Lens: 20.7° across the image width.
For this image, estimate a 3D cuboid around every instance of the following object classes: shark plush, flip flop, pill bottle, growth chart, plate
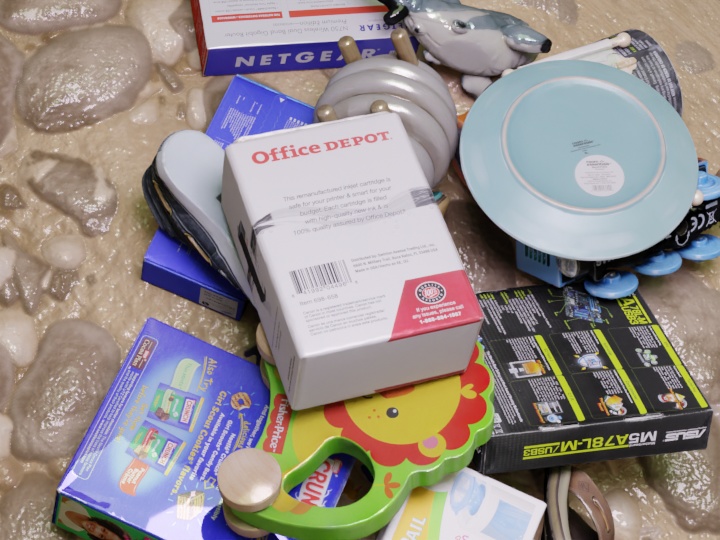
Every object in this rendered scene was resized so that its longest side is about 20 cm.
[{"bbox_3d":[0.075,-0.218,1.761,0.199,0.091,0.083,12,48,-20],"label":"shark plush"},{"bbox_3d":[0.175,0.197,1.579,0.057,0.081,0.200,4,43,2],"label":"flip flop"},{"bbox_3d":[0.176,-0.134,1.739,0.200,0.106,0.106,-22,71,-19],"label":"pill bottle"},{"bbox_3d":[0.198,-0.110,1.653,0.144,0.018,0.200,-14,61,-14],"label":"growth chart"},{"bbox_3d":[0.182,-0.099,1.621,0.200,0.026,0.201,3,58,-4],"label":"plate"}]

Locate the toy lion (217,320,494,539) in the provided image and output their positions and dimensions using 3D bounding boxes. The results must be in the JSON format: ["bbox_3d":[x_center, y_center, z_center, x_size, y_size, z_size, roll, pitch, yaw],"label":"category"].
[{"bbox_3d":[0.004,0.116,1.502,0.191,0.069,0.200,10,58,8],"label":"toy lion"}]

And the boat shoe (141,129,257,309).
[{"bbox_3d":[-0.099,-0.024,1.608,0.071,0.091,0.200,-38,91,-22],"label":"boat shoe"}]

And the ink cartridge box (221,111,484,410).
[{"bbox_3d":[-0.011,-0.011,1.500,0.144,0.084,0.200,-11,59,-16],"label":"ink cartridge box"}]

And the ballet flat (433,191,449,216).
[{"bbox_3d":[0.000,0.000,1.677,0.200,0.069,0.063,-28,100,-21],"label":"ballet flat"}]

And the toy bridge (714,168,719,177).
[{"bbox_3d":[0.373,-0.008,1.759,0.067,0.027,0.200,-6,66,-15],"label":"toy bridge"}]

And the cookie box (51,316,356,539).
[{"bbox_3d":[-0.116,0.159,1.557,0.200,0.075,0.171,25,61,2],"label":"cookie box"}]

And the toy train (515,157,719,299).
[{"bbox_3d":[0.231,-0.043,1.703,0.200,0.087,0.114,-21,32,-32],"label":"toy train"}]

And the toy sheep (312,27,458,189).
[{"bbox_3d":[0.022,-0.125,1.673,0.138,0.138,0.200,20,51,0],"label":"toy sheep"}]

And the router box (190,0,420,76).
[{"bbox_3d":[-0.058,-0.271,1.793,0.199,0.049,0.180,-4,66,-12],"label":"router box"}]

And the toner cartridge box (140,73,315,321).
[{"bbox_3d":[-0.105,-0.064,1.690,0.095,0.043,0.200,24,64,0],"label":"toner cartridge box"}]

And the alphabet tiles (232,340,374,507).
[{"bbox_3d":[-0.062,0.135,1.625,0.200,0.008,0.167,-29,73,-21],"label":"alphabet tiles"}]

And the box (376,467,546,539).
[{"bbox_3d":[0.051,0.259,1.533,0.112,0.101,0.200,24,63,1],"label":"box"}]

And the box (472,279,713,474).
[{"bbox_3d":[0.163,0.082,1.617,0.193,0.048,0.200,-4,34,-15],"label":"box"}]
